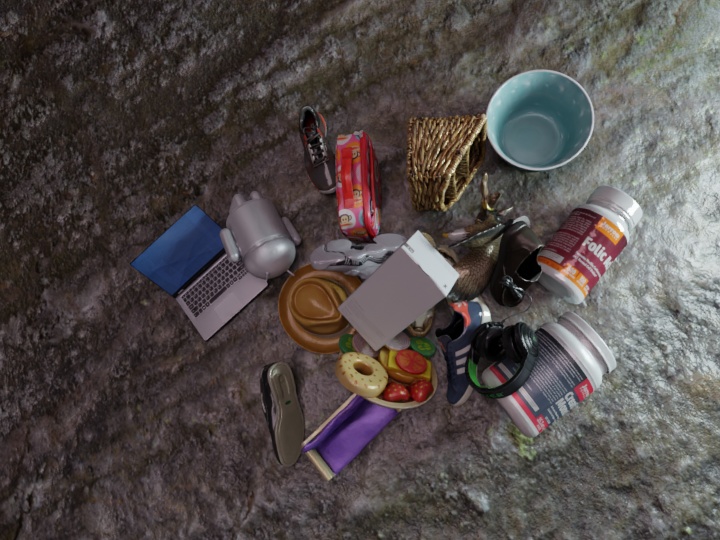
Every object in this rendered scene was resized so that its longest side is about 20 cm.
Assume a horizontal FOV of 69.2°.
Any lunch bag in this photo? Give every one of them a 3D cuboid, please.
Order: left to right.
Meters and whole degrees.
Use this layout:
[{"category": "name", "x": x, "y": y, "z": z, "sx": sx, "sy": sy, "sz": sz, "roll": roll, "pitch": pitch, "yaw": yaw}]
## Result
[{"category": "lunch bag", "x": -0.008, "y": -0.167, "z": 1.039, "sx": 0.081, "sy": 0.176, "sz": 0.203, "roll": -4, "pitch": 79, "yaw": 10}]

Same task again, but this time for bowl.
[{"category": "bowl", "x": 0.342, "y": -0.274, "z": 1.029, "sx": 0.198, "sy": 0.105, "sz": 0.204, "roll": -2, "pitch": 78, "yaw": 9}]

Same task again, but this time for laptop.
[{"category": "laptop", "x": -0.335, "y": 0.009, "z": 1.100, "sx": 0.187, "sy": 0.116, "sz": 0.201, "roll": -41, "pitch": 75, "yaw": 2}]

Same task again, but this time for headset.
[{"category": "headset", "x": 0.239, "y": 0.113, "z": 0.887, "sx": 0.123, "sy": 0.094, "sz": 0.202, "roll": -6, "pitch": 51, "yaw": 52}]

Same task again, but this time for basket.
[{"category": "basket", "x": 0.168, "y": -0.190, "z": 0.997, "sx": 0.147, "sy": 0.200, "sz": 0.145, "roll": 0, "pitch": 78, "yaw": 10}]

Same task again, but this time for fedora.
[{"category": "fedora", "x": -0.082, "y": 0.071, "z": 1.056, "sx": 0.197, "sy": 0.082, "sz": 0.204, "roll": -2, "pitch": 80, "yaw": 10}]

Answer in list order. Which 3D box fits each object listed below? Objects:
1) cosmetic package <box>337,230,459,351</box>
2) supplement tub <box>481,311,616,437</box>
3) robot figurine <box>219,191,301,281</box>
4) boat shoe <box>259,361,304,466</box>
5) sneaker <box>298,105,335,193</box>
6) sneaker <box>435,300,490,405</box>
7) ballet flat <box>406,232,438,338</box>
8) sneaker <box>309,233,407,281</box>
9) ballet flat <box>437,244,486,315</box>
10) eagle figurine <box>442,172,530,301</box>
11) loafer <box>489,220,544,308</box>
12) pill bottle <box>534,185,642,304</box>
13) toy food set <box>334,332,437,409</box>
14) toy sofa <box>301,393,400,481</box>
[{"category": "cosmetic package", "x": 0.063, "y": 0.039, "z": 0.921, "sx": 0.113, "sy": 0.081, "sz": 0.200, "roll": 48, "pitch": 126, "yaw": 0}, {"category": "supplement tub", "x": 0.330, "y": 0.183, "z": 0.926, "sx": 0.199, "sy": 0.140, "sz": 0.141, "roll": -38, "pitch": 75, "yaw": 2}, {"category": "robot figurine", "x": -0.206, "y": -0.067, "z": 1.088, "sx": 0.168, "sy": 0.113, "sz": 0.202, "roll": -17, "pitch": 68, "yaw": -31}, {"category": "boat shoe", "x": -0.161, "y": 0.287, "z": 1.050, "sx": 0.067, "sy": 0.071, "sz": 0.203, "roll": -16, "pitch": 82, "yaw": 45}, {"category": "sneaker", "x": -0.098, "y": -0.262, "z": 1.123, "sx": 0.076, "sy": 0.082, "sz": 0.203, "roll": -21, "pitch": 76, "yaw": 6}, {"category": "sneaker", "x": 0.173, "y": 0.151, "z": 0.970, "sx": 0.083, "sy": 0.075, "sz": 0.203, "roll": 8, "pitch": 97, "yaw": -18}, {"category": "ballet flat", "x": 0.119, "y": 0.030, "z": 0.990, "sx": 0.069, "sy": 0.065, "sz": 0.203, "roll": 0, "pitch": 94, "yaw": 4}, {"category": "sneaker", "x": 0.000, "y": 0.000, "z": 1.021, "sx": 0.197, "sy": 0.116, "sz": 0.075, "roll": -10, "pitch": 34, "yaw": -17}, {"category": "ballet flat", "x": 0.193, "y": 0.039, "z": 1.019, "sx": 0.069, "sy": 0.069, "sz": 0.202, "roll": -29, "pitch": 76, "yaw": 4}, {"category": "eagle figurine", "x": 0.221, "y": -0.052, "z": 0.968, "sx": 0.150, "sy": 0.201, "sz": 0.152, "roll": -27, "pitch": 118, "yaw": 37}, {"category": "loafer", "x": 0.284, "y": 0.006, "z": 0.942, "sx": 0.072, "sy": 0.201, "sz": 0.071, "roll": -30, "pitch": 50, "yaw": -16}, {"category": "pill bottle", "x": 0.418, "y": -0.048, "z": 0.966, "sx": 0.114, "sy": 0.114, "sz": 0.201, "roll": 38, "pitch": 89, "yaw": 15}, {"category": "toy food set", "x": 0.051, "y": 0.173, "z": 0.971, "sx": 0.197, "sy": 0.199, "sz": 0.049, "roll": 15, "pitch": 123, "yaw": -2}, {"category": "toy sofa", "x": -0.014, "y": 0.299, "z": 0.993, "sx": 0.200, "sy": 0.098, "sz": 0.083, "roll": -44, "pitch": 74, "yaw": -1}]
